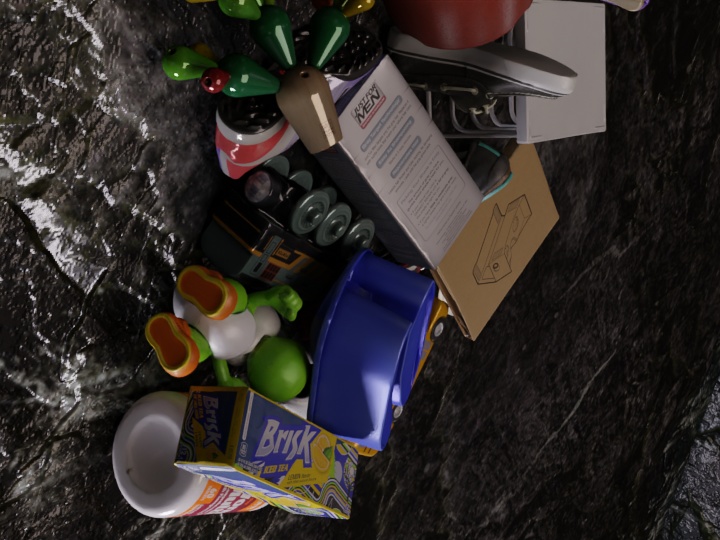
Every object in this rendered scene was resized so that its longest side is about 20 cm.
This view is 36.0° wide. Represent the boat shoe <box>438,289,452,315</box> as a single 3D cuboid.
[{"bbox_3d":[0.144,-0.023,1.379,0.073,0.069,0.202,-36,140,-39],"label":"boat shoe"}]

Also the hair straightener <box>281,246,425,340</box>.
[{"bbox_3d":[0.000,0.000,1.166,0.198,0.077,0.041,-32,128,-17],"label":"hair straightener"}]

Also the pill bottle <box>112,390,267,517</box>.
[{"bbox_3d":[-0.132,0.173,1.049,0.199,0.109,0.111,17,98,-60],"label":"pill bottle"}]

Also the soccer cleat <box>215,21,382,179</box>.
[{"bbox_3d":[-0.056,-0.155,0.983,0.200,0.068,0.074,-43,163,-35],"label":"soccer cleat"}]

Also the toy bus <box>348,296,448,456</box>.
[{"bbox_3d":[0.027,0.112,1.302,0.078,0.065,0.202,28,88,-58],"label":"toy bus"}]

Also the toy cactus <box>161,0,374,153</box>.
[{"bbox_3d":[-0.055,-0.178,0.885,0.199,0.102,0.167,-36,108,-33],"label":"toy cactus"}]

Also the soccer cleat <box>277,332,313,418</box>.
[{"bbox_3d":[-0.027,0.070,1.180,0.202,0.069,0.086,-58,143,-14],"label":"soccer cleat"}]

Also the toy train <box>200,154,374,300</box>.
[{"bbox_3d":[-0.064,-0.032,1.040,0.115,0.085,0.200,-52,154,6],"label":"toy train"}]

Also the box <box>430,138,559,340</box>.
[{"bbox_3d":[0.161,-0.039,1.317,0.201,0.021,0.164,-54,141,-19],"label":"box"}]

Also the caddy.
[{"bbox_3d":[-0.001,0.076,1.070,0.142,0.104,0.202,-57,162,-48],"label":"caddy"}]

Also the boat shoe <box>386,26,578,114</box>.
[{"bbox_3d":[0.114,-0.188,1.080,0.070,0.198,0.065,-27,130,-56],"label":"boat shoe"}]

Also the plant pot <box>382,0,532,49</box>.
[{"bbox_3d":[0.077,-0.309,0.958,0.202,0.199,0.196,-54,156,-17],"label":"plant pot"}]

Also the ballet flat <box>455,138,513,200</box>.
[{"bbox_3d":[0.081,-0.076,1.222,0.200,0.068,0.068,-41,-170,32],"label":"ballet flat"}]

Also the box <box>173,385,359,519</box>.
[{"bbox_3d":[-0.076,0.163,0.974,0.200,0.063,0.071,39,55,-53],"label":"box"}]

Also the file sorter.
[{"bbox_3d":[0.172,-0.216,1.204,0.199,0.123,0.141,-16,107,-53],"label":"file sorter"}]

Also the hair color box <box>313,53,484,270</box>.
[{"bbox_3d":[0.032,-0.104,1.085,0.100,0.060,0.200,-54,128,-19],"label":"hair color box"}]

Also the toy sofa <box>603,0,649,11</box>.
[{"bbox_3d":[0.234,-0.337,1.161,0.082,0.198,0.099,-21,123,-50],"label":"toy sofa"}]

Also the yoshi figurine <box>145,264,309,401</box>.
[{"bbox_3d":[-0.100,0.067,0.987,0.200,0.111,0.114,31,54,-68],"label":"yoshi figurine"}]
